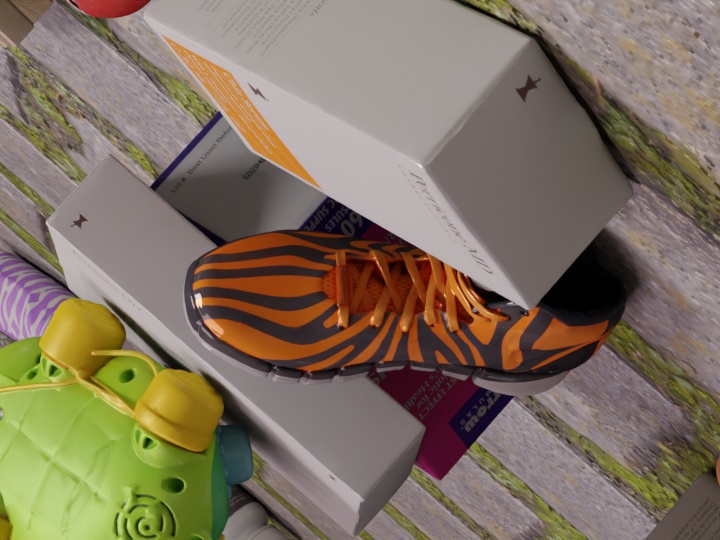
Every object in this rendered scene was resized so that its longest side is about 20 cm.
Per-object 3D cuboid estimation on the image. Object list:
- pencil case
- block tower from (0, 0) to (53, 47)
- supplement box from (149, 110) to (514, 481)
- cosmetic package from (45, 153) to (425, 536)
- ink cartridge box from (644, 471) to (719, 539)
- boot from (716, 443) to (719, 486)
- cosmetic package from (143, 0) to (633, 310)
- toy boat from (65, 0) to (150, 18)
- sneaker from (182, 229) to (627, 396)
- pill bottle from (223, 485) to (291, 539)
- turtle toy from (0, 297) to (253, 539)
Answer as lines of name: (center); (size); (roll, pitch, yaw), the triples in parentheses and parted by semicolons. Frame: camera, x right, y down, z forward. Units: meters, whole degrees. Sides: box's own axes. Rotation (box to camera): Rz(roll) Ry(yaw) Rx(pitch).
pencil case: (-0.340, 0.044, 2.930); (0.200, 0.086, 0.084); (27, 161, 52)
block tower: (-0.228, -0.170, 1.705); (0.058, 0.054, 0.200); (44, 170, -15)
supplement box: (0.000, 0.000, 1.428); (0.103, 0.101, 0.200); (32, 167, 42)
cosmetic package: (-0.060, 0.040, 1.387); (0.200, 0.052, 0.151); (41, 172, 6)
ink cartridge box: (0.207, 0.226, 1.475); (0.200, 0.145, 0.085); (40, 170, 10)
boot: (0.200, 0.185, 1.301); (0.200, 0.155, 0.074); (44, 170, -12)
cosmetic package: (0.009, -0.071, 1.185); (0.200, 0.071, 0.101); (30, 165, 46)
toy boat: (-0.161, -0.178, 1.202); (0.200, 0.131, 0.130); (49, 168, -34)
sneaker: (0.026, 0.003, 1.275); (0.200, 0.078, 0.112); (3, 158, -20)
pill bottle: (-0.179, 0.288, 3.267); (0.200, 0.113, 0.113); (38, 169, 19)
turtle toy: (-0.131, 0.093, 1.404); (0.200, 0.146, 0.101); (34, -171, 38)
